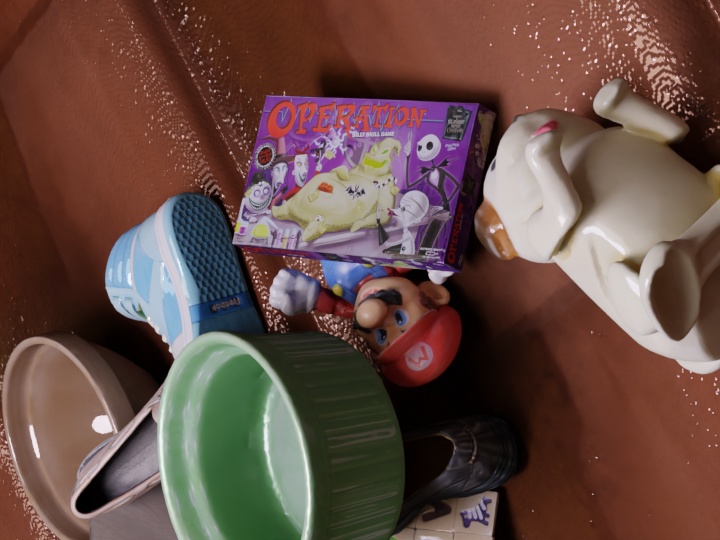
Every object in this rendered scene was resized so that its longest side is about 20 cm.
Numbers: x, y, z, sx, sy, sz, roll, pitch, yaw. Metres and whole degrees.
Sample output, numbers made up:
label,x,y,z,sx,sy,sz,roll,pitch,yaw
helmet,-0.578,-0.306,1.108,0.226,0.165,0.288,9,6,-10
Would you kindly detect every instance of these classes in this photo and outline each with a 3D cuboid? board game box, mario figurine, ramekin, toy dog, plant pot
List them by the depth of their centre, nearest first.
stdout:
label,x,y,z,sx,sy,sz,roll,pitch,yaw
toy dog,0.168,-0.037,1.389,0.200,0.140,0.194,32,163,37
board game box,0.000,-0.066,1.571,0.200,0.032,0.120,5,74,38
ramekin,-0.056,0.138,1.572,0.200,0.098,0.200,13,106,52
mario figurine,0.000,0.000,1.598,0.200,0.106,0.124,55,150,25
plant pot,-0.231,0.145,1.935,0.201,0.093,0.201,22,119,46

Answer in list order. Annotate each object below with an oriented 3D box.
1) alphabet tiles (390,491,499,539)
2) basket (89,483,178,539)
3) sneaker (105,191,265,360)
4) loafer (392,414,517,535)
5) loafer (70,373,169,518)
label,x,y,z,sx,sy,sz,roll,pitch,yaw
alphabet tiles,0.011,0.212,1.656,0.200,0.006,0.167,2,78,31
basket,-0.110,0.238,1.804,0.200,0.136,0.181,22,132,39
sneaker,-0.151,0.044,1.819,0.130,0.079,0.200,-21,78,49
loafer,0.019,0.155,1.615,0.200,0.072,0.073,-29,66,29
loafer,-0.155,0.134,1.729,0.200,0.063,0.072,-41,96,19
